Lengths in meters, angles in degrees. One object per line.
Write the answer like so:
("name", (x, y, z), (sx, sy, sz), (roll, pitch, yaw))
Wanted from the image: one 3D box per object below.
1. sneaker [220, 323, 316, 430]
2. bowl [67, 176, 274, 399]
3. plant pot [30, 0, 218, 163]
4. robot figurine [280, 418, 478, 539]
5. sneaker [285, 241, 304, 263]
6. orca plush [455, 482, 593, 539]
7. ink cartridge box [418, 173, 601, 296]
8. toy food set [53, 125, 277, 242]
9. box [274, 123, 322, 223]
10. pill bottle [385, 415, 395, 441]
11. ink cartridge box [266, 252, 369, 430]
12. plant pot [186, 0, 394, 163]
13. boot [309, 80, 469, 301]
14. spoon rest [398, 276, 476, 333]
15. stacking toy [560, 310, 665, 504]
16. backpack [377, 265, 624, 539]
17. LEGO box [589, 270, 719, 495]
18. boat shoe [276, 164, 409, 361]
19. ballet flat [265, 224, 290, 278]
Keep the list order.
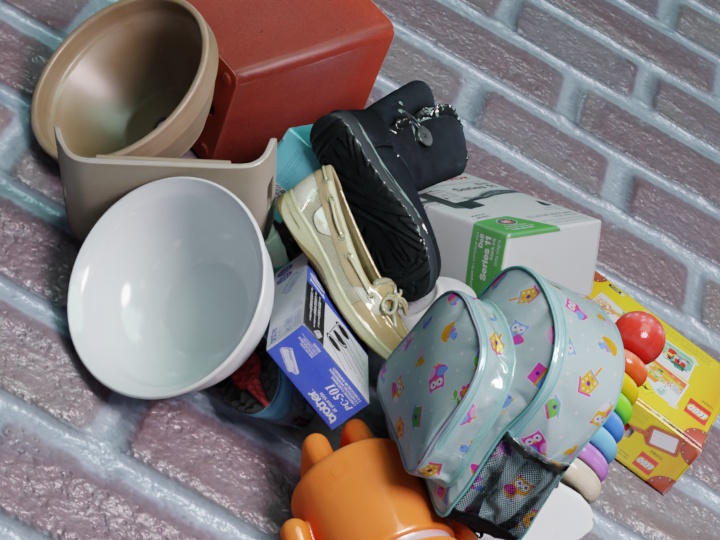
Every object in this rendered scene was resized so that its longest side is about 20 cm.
("sneaker", (-0.091, 0.072, 1.665), (0.095, 0.079, 0.201), (34, 27, -40))
("bowl", (-0.152, 0.026, 1.592), (0.201, 0.201, 0.090), (57, 11, 29))
("plant pot", (-0.215, -0.164, 1.769), (0.093, 0.200, 0.201), (49, 17, -48))
("robot figurine", (0.014, 0.224, 1.517), (0.144, 0.117, 0.200), (13, 37, -49))
("sneaker", (-0.011, -0.057, 1.762), (0.087, 0.080, 0.201), (58, 40, -36))
("orca plush", (0.123, 0.231, 1.651), (0.199, 0.071, 0.106), (-18, 103, -41))
("ink cartridge box", (0.121, -0.032, 1.835), (0.146, 0.084, 0.200), (-10, 23, -42))
("toy food set", (-0.176, -0.081, 1.650), (0.199, 0.144, 0.061), (2, 60, -4))
("box", (-0.043, -0.103, 1.818), (0.049, 0.082, 0.200), (39, 17, 9))
("pill bottle", (0.116, 0.108, 1.722), (0.111, 0.111, 0.200), (40, 37, 10))
("ink cartridge box", (-0.037, 0.058, 1.613), (0.094, 0.044, 0.200), (52, 11, -15))
("plant pot", (-0.115, -0.222, 1.878), (0.176, 0.200, 0.200), (-26, 64, -35))
("boot", (0.055, -0.082, 1.736), (0.168, 0.076, 0.201), (-23, 81, -48))
("spoon rest", (0.039, 0.030, 1.749), (0.099, 0.061, 0.200), (-41, 37, -13))
("stacking toy", (0.232, 0.122, 1.741), (0.085, 0.085, 0.200), (32, 68, 0))
("backpack", (0.118, 0.096, 1.500), (0.153, 0.200, 0.176), (33, 20, -29))
("LEGO box", (0.273, 0.110, 1.861), (0.200, 0.077, 0.149), (37, 38, 6))
("boat shoe", (0.000, -0.001, 1.658), (0.201, 0.063, 0.073), (57, 10, 12))
("ballet flat", (-0.127, -0.037, 1.745), (0.199, 0.071, 0.067), (32, 35, -2))
